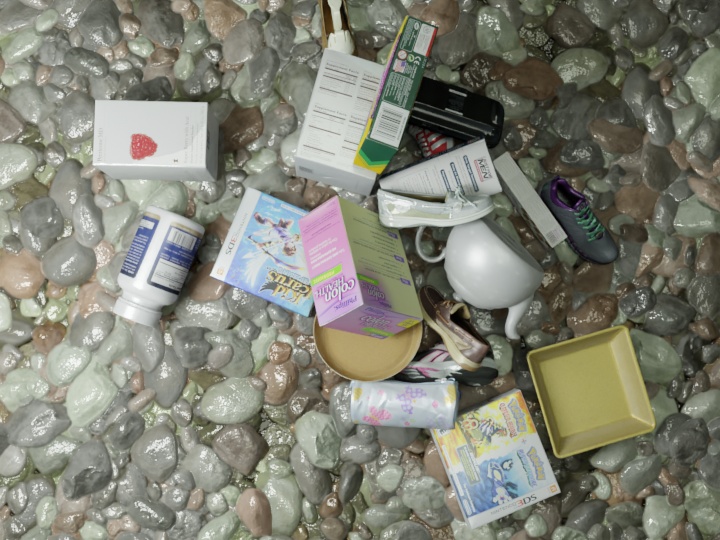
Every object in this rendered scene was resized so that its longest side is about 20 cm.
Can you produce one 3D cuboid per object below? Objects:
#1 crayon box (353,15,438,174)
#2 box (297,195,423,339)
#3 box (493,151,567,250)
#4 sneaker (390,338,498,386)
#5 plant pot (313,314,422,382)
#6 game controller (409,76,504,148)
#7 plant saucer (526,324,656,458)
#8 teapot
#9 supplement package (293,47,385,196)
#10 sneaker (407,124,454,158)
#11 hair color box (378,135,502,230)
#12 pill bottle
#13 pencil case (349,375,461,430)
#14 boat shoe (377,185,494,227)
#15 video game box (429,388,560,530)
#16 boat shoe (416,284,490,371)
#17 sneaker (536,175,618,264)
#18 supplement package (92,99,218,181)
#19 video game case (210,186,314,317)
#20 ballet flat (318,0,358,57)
[{"bbox_3d":[0.052,-0.272,1.107,0.058,0.173,0.201,19,84,-5],"label":"crayon box"},{"bbox_3d":[0.000,0.000,1.195,0.096,0.175,0.201,-29,62,29],"label":"box"},{"bbox_3d":[0.317,-0.131,1.322,0.041,0.039,0.201,-35,87,-6],"label":"box"},{"bbox_3d":[0.152,0.166,1.280,0.198,0.081,0.087,-1,47,9],"label":"sneaker"},{"bbox_3d":[0.013,0.109,1.268,0.198,0.028,0.202,-1,65,3],"label":"plant pot"},{"bbox_3d":[0.170,-0.294,1.279,0.198,0.042,0.105,17,59,-6],"label":"game controller"},{"bbox_3d":[0.422,0.222,1.290,0.198,0.048,0.202,-15,85,-3],"label":"plant saucer"},{"bbox_3d":[0.217,-0.003,1.248,0.197,0.200,0.146,29,112,-38],"label":"teapot"},{"bbox_3d":[-0.022,-0.263,1.264,0.149,0.152,0.202,16,84,-2],"label":"supplement package"},{"bbox_3d":[0.119,-0.251,1.310,0.111,0.071,0.202,5,77,-6],"label":"sneaker"},{"bbox_3d":[0.143,-0.157,1.244,0.199,0.061,0.101,-19,103,14],"label":"hair color box"},{"bbox_3d":[-0.368,-0.005,1.250,0.110,0.111,0.201,22,84,0],"label":"pill bottle"},{"bbox_3d":[0.079,0.235,1.241,0.198,0.083,0.091,0,117,10],"label":"pencil case"},{"bbox_3d":[0.128,-0.114,1.189,0.200,0.074,0.065,-2,110,15],"label":"boat shoe"},{"bbox_3d":[0.245,0.344,1.274,0.181,0.047,0.201,-21,86,-6],"label":"video game box"},{"bbox_3d":[0.168,0.085,1.235,0.072,0.201,0.072,12,122,-33],"label":"boat shoe"},{"bbox_3d":[0.412,-0.091,1.298,0.074,0.088,0.200,-44,87,-5],"label":"sneaker"},{"bbox_3d":[-0.368,-0.233,1.266,0.198,0.120,0.122,1,86,-2],"label":"supplement package"},{"bbox_3d":[-0.153,-0.033,1.294,0.199,0.045,0.182,22,85,0],"label":"video game case"},{"bbox_3d":[-0.043,-0.464,1.323,0.067,0.072,0.202,-8,85,-4],"label":"ballet flat"}]
